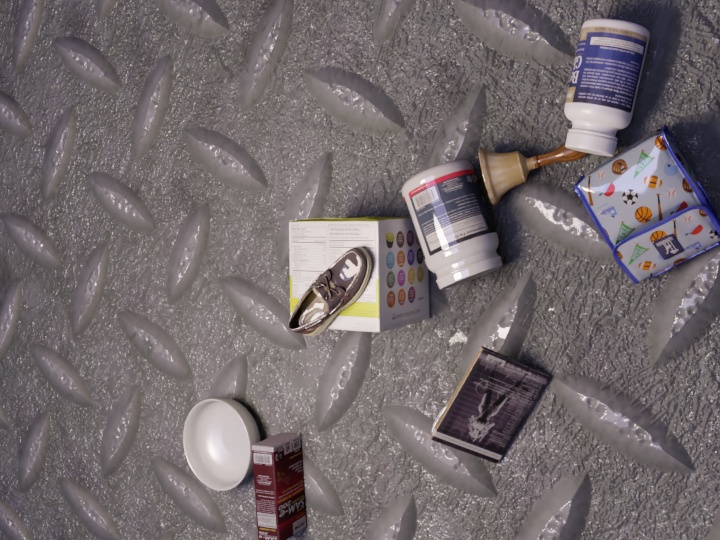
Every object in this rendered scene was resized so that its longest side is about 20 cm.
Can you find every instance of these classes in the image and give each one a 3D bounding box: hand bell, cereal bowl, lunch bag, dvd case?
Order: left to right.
[{"bbox_3d":[-0.297,0.378,1.811,0.197,0.083,0.205,2,95,30],"label":"cereal bowl"},{"bbox_3d":[0.233,0.246,1.472,0.146,0.016,0.203,22,108,-16],"label":"dvd case"},{"bbox_3d":[0.314,-0.192,1.418,0.196,0.104,0.106,-16,86,17],"label":"hand bell"},{"bbox_3d":[0.465,-0.099,1.304,0.169,0.124,0.202,-30,92,29],"label":"lunch bag"}]

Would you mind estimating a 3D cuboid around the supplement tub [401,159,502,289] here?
[{"bbox_3d":[0.166,-0.082,1.467,0.139,0.140,0.204,-23,83,30],"label":"supplement tub"}]

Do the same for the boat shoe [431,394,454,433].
[{"bbox_3d":[0.201,0.243,1.512,0.200,0.068,0.072,-46,72,25],"label":"boat shoe"}]

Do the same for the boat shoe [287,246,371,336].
[{"bbox_3d":[-0.056,0.041,1.420,0.200,0.064,0.072,-48,70,25],"label":"boat shoe"}]

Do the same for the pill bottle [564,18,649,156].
[{"bbox_3d":[0.394,-0.294,1.325,0.109,0.110,0.204,14,97,28],"label":"pill bottle"}]

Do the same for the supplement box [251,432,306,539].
[{"bbox_3d":[-0.171,0.459,1.728,0.060,0.108,0.205,-2,94,30],"label":"supplement box"}]

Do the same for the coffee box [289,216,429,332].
[{"bbox_3d":[0.000,0.000,1.537,0.197,0.198,0.203,1,95,31],"label":"coffee box"}]
